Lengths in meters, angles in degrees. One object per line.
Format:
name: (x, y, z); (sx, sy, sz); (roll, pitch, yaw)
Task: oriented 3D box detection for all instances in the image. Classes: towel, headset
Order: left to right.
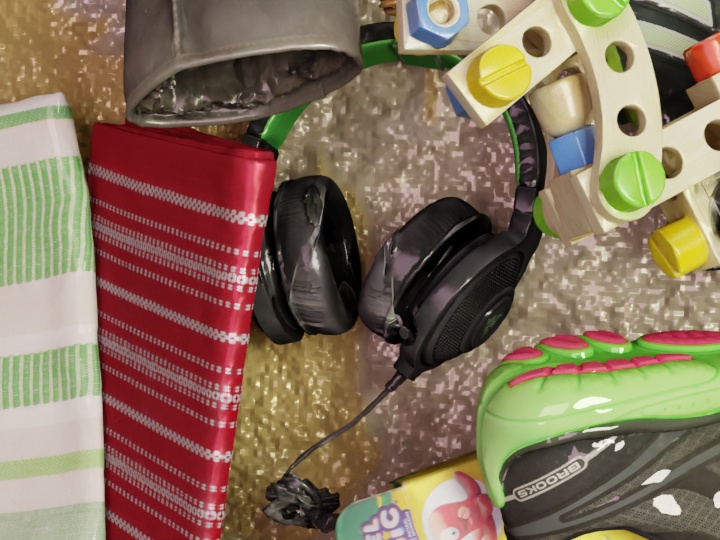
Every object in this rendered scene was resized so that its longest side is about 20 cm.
towel: (-0.175, 0.034, 0.827); (0.152, 0.023, 0.201); (-9, 77, 24)
towel: (-0.080, 0.041, 0.781); (0.144, 0.022, 0.201); (18, 102, 59)
headset: (0.000, 0.000, 0.763); (0.123, 0.094, 0.201); (11, 84, 17)

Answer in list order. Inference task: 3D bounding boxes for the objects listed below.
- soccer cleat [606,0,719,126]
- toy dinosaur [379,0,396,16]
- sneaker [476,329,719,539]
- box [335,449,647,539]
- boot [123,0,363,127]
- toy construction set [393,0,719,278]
soccer cleat: (0.122, -0.094, 0.730); (0.081, 0.067, 0.201); (-23, 83, 11)
toy dinosaur: (-0.010, -0.154, 0.784); (0.200, 0.060, 0.106); (42, 102, 33)
sneaker: (0.136, 0.064, 0.683); (0.199, 0.077, 0.084); (0, 106, -5)
box: (0.097, 0.108, 0.724); (0.199, 0.048, 0.118); (-18, 86, -9)
boot: (-0.077, -0.151, 0.760); (0.181, 0.072, 0.201); (-11, 79, 37)
toy construction set: (0.122, -0.075, 0.653); (0.199, 0.092, 0.132); (-28, 90, -3)
